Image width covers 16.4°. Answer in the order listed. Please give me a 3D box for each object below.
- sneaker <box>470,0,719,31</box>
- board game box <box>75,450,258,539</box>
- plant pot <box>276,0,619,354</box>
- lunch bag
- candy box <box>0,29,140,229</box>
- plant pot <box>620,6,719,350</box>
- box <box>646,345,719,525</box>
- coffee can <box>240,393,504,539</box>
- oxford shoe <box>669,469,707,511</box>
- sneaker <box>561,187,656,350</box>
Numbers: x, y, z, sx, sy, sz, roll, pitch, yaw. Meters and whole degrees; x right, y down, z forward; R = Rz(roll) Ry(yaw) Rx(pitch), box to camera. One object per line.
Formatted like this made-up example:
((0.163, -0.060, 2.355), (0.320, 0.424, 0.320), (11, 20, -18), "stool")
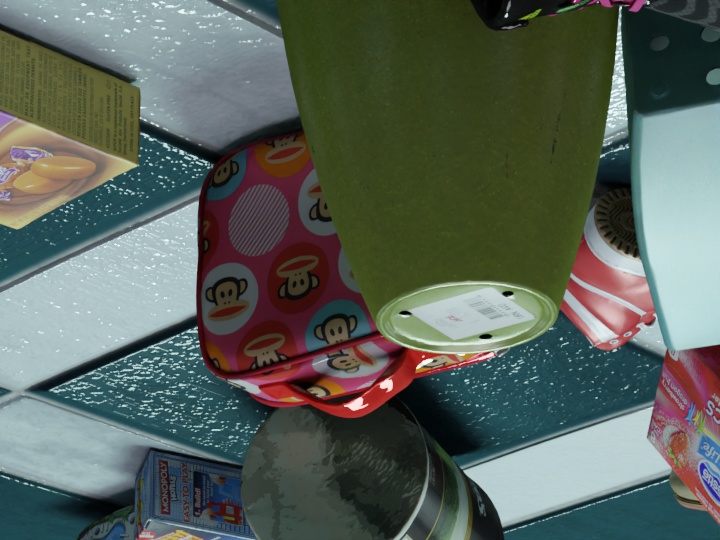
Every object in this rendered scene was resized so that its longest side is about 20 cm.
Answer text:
((0.097, -0.147, 1.200), (0.199, 0.088, 0.074), (22, 161, -4), "sneaker")
((-0.135, 0.211, 2.039), (0.199, 0.062, 0.199), (-22, 148, 36), "board game box")
((0.050, -0.067, 1.293), (0.186, 0.201, 0.187), (-2, 155, -1), "plant pot")
((0.000, 0.000, 1.460), (0.199, 0.177, 0.082), (-14, 152, 25), "lunch bag")
((-0.234, -0.091, 1.391), (0.199, 0.057, 0.116), (22, 147, -39), "candy box")
((0.210, -0.074, 1.376), (0.141, 0.142, 0.200), (-10, 147, 16), "plant pot")
((0.282, 0.122, 1.628), (0.095, 0.200, 0.100), (-12, 131, -26), "box")
((0.012, 0.185, 1.894), (0.146, 0.147, 0.200), (-10, 154, 16), "coffee can")
((0.299, 0.128, 1.916), (0.075, 0.071, 0.200), (40, 140, -18), "oxford shoe")
((0.218, 0.010, 1.625), (0.199, 0.072, 0.113), (15, 147, -17), "sneaker")
